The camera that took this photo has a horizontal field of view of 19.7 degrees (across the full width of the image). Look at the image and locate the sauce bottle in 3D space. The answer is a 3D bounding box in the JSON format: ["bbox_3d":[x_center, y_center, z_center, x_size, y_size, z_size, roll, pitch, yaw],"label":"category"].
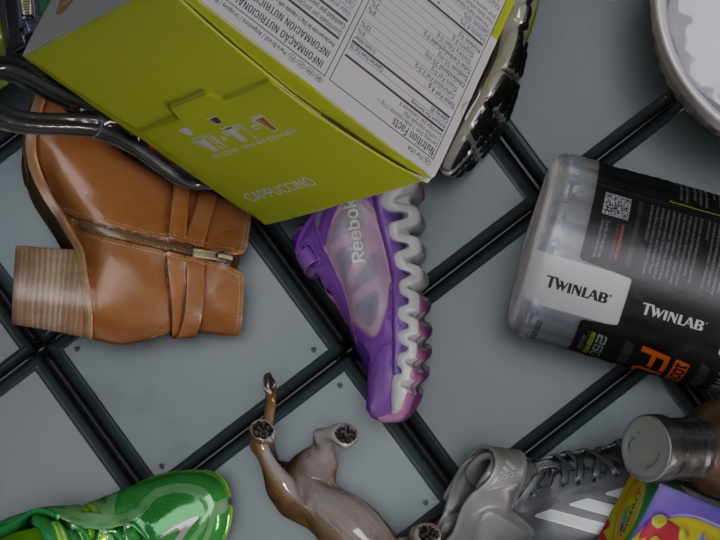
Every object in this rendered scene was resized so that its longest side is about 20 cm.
[{"bbox_3d":[0.242,0.112,1.294,0.199,0.064,0.065,2,83,-42],"label":"sauce bottle"}]

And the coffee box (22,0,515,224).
[{"bbox_3d":[-0.046,-0.170,1.250,0.199,0.199,0.199,35,66,-24],"label":"coffee box"}]

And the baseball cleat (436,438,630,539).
[{"bbox_3d":[0.134,0.139,1.331,0.199,0.070,0.107,-35,116,-3],"label":"baseball cleat"}]

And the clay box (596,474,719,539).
[{"bbox_3d":[0.183,0.233,1.312,0.114,0.048,0.201,23,98,-17],"label":"clay box"}]

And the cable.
[{"bbox_3d":[-0.158,-0.091,1.318,0.198,0.050,0.098,-6,78,-32],"label":"cable"}]

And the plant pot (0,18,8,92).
[{"bbox_3d":[-0.326,-0.153,1.317,0.188,0.200,0.202,-14,85,-13],"label":"plant pot"}]

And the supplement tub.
[{"bbox_3d":[0.202,0.008,1.328,0.198,0.123,0.124,16,85,2],"label":"supplement tub"}]

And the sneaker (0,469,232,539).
[{"bbox_3d":[-0.175,0.181,1.328,0.198,0.084,0.075,-18,85,-3],"label":"sneaker"}]

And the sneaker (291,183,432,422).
[{"bbox_3d":[0.000,0.000,1.354,0.088,0.081,0.202,-4,80,6],"label":"sneaker"}]

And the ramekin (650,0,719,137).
[{"bbox_3d":[0.282,-0.168,1.353,0.198,0.105,0.202,0,85,0],"label":"ramekin"}]

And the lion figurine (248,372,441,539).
[{"bbox_3d":[-0.010,0.167,1.335,0.072,0.123,0.201,-28,69,-20],"label":"lion figurine"}]

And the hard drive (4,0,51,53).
[{"bbox_3d":[-0.137,-0.212,1.342,0.198,0.038,0.141,-5,85,-32],"label":"hard drive"}]

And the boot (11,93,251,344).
[{"bbox_3d":[-0.146,-0.050,1.363,0.153,0.074,0.202,4,82,-9],"label":"boot"}]

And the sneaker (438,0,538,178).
[{"bbox_3d":[0.069,-0.158,1.375,0.084,0.077,0.202,14,78,12],"label":"sneaker"}]
